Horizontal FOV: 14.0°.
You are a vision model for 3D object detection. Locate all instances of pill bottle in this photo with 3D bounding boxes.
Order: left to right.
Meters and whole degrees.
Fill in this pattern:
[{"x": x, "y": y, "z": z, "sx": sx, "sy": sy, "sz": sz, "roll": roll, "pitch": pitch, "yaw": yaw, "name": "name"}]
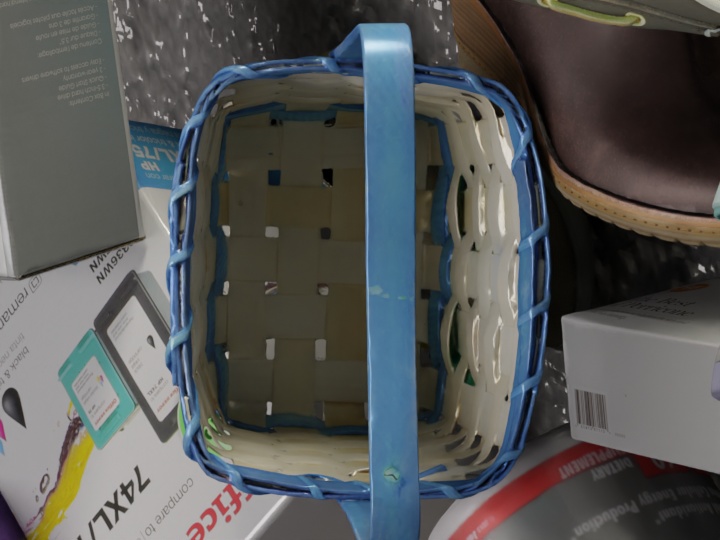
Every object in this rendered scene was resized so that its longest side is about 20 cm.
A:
[{"x": 0.116, "y": 0.161, "z": 1.083, "sx": 0.200, "sy": 0.113, "sz": 0.114, "roll": 59, "pitch": 145, "yaw": 26, "name": "pill bottle"}]

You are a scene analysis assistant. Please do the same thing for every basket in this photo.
[{"x": 0.000, "y": 0.000, "z": 1.046, "sx": 0.200, "sy": 0.138, "sz": 0.177, "roll": -115, "pitch": 26, "yaw": -84, "name": "basket"}]

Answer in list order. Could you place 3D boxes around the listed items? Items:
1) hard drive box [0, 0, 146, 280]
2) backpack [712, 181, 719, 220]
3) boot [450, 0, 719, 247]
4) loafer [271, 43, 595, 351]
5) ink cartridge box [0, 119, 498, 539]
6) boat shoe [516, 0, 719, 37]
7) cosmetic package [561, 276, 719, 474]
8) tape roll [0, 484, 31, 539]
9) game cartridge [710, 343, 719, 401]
[{"x": -0.180, "y": -0.103, "z": 1.202, "sx": 0.155, "sy": 0.077, "sz": 0.201, "roll": 4, "pitch": 106, "yaw": 41, "name": "hard drive box"}, {"x": 0.199, "y": -0.051, "z": 0.810, "sx": 0.200, "sy": 0.175, "sz": 0.154, "roll": -8, "pitch": 78, "yaw": 58, "name": "backpack"}, {"x": 0.097, "y": -0.112, "z": 1.048, "sx": 0.200, "sy": 0.072, "sz": 0.167, "roll": 37, "pitch": 130, "yaw": 46, "name": "boot"}, {"x": 0.023, "y": -0.027, "z": 1.205, "sx": 0.200, "sy": 0.069, "sz": 0.076, "roll": 42, "pitch": 135, "yaw": 44, "name": "loafer"}, {"x": -0.060, "y": 0.062, "z": 1.262, "sx": 0.147, "sy": 0.146, "sz": 0.200, "roll": -50, "pitch": 56, "yaw": 24, "name": "ink cartridge box"}, {"x": 0.092, "y": -0.116, "z": 0.982, "sx": 0.060, "sy": 0.201, "sz": 0.072, "roll": 100, "pitch": -175, "yaw": -70, "name": "boat shoe"}, {"x": 0.159, "y": 0.039, "z": 0.997, "sx": 0.200, "sy": 0.082, "sz": 0.051, "roll": 10, "pitch": 107, "yaw": 57, "name": "cosmetic package"}, {"x": -0.107, "y": 0.177, "z": 1.258, "sx": 0.066, "sy": 0.200, "sz": 0.200, "roll": -50, "pitch": 55, "yaw": 24, "name": "tape roll"}, {"x": 0.207, "y": 0.049, "z": 0.800, "sx": 0.130, "sy": 0.199, "sz": 0.039, "roll": 145, "pitch": 142, "yaw": -70, "name": "game cartridge"}]
